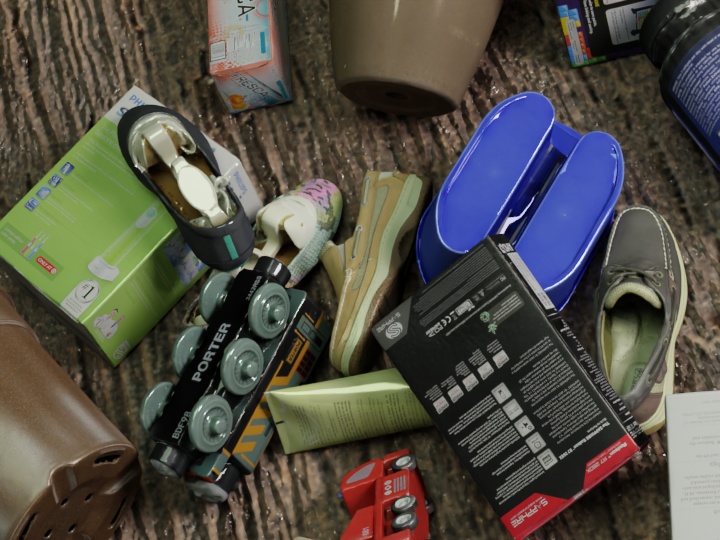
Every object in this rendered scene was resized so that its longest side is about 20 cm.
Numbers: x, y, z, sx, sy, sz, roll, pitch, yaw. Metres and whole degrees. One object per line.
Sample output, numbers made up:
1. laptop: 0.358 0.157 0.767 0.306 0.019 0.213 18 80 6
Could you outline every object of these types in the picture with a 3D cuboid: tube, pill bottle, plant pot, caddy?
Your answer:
1. tube: 0.026 0.103 1.468 0.198 0.052 0.059 -13 92 6
2. pill bottle: 0.316 -0.145 1.501 0.111 0.112 0.201 -30 56 -2
3. plant pot: 0.049 -0.234 1.611 0.198 0.200 0.177 6 79 20
4. plant pot: -0.295 0.143 1.476 0.198 0.201 0.200 37 75 25
5. caddy: 0.132 -0.046 1.505 0.141 0.105 0.201 31 71 5

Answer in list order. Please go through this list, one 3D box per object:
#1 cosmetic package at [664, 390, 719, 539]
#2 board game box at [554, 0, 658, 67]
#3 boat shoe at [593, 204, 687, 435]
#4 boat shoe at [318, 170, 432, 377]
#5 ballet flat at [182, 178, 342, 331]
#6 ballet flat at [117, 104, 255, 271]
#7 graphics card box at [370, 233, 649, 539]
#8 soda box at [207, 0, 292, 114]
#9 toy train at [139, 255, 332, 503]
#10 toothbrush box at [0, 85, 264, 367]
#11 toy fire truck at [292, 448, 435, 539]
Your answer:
1. cosmetic package: 0.265 0.198 1.310 0.080 0.113 0.202 -7 60 13
2. board game box: 0.238 -0.272 1.548 0.163 0.201 0.057 -13 55 8
3. boat shoe: 0.221 0.030 1.451 0.071 0.066 0.203 0 61 15
4. boat shoe: 0.000 0.000 1.533 0.075 0.072 0.201 14 54 10
5. ballet flat: -0.084 -0.010 1.566 0.069 0.071 0.201 27 70 30
6. ballet flat: -0.151 -0.086 1.535 0.073 0.073 0.201 -34 59 -5
7. graphics card box: 0.113 0.088 1.392 0.125 0.051 0.201 -39 81 18
8. soda box: -0.106 -0.250 1.720 0.063 0.069 0.202 -11 58 10
9. toy train: -0.099 0.090 1.484 0.085 0.114 0.201 9 63 40
10. toothbrush box: -0.208 -0.041 1.614 0.145 0.086 0.200 34 75 30
11. toy fire truck: -0.015 0.215 1.369 0.140 0.049 0.200 -19 21 9
